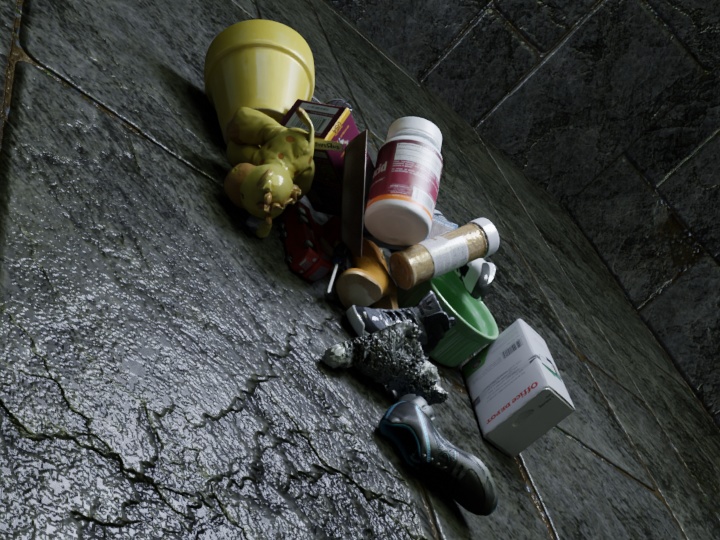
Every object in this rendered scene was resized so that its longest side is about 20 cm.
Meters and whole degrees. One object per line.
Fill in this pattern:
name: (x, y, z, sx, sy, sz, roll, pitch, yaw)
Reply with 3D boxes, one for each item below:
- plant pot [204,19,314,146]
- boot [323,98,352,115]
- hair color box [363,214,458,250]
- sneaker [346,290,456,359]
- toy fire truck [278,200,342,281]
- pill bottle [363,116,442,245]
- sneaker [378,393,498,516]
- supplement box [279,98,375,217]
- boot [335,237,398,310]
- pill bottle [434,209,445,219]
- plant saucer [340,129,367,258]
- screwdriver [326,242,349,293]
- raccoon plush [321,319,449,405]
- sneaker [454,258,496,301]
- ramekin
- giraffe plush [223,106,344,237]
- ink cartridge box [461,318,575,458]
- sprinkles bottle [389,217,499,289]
plant pot: (-0.175, -0.301, 1.730, 0.200, 0.200, 0.190, 31, 38, -38)
boot: (-0.092, -0.252, 1.787, 0.069, 0.200, 0.132, 27, 28, -26)
hair color box: (0.069, -0.074, 1.796, 0.100, 0.061, 0.199, 19, -7, -43)
sneaker: (0.070, 0.076, 1.582, 0.199, 0.114, 0.076, 28, 25, -44)
toy fire truck: (-0.068, -0.041, 1.625, 0.141, 0.049, 0.201, 37, 22, -34)
pill bottle: (0.077, -0.153, 1.664, 0.114, 0.114, 0.201, 35, 52, -31)
sneaker: (0.103, 0.266, 1.356, 0.200, 0.073, 0.082, 45, 34, 15)
supplement box: (-0.051, -0.184, 1.671, 0.110, 0.086, 0.201, 16, -29, 33)
boot: (0.001, 0.000, 1.631, 0.201, 0.070, 0.145, 42, 26, -54)
pill bottle: (0.137, -0.053, 1.994, 0.119, 0.120, 0.201, 17, 34, -56)
plant saucer: (-0.011, -0.121, 1.555, 0.036, 0.202, 0.201, 2, 25, 0)
screwdriver: (-0.039, -0.006, 1.499, 0.200, 0.028, 0.029, -68, 147, -74)
raccoon plush: (0.036, 0.161, 1.436, 0.199, 0.097, 0.135, -16, 74, -37)
sneaker: (0.194, -0.009, 1.819, 0.079, 0.074, 0.200, 23, 20, -15)
ramekin: (0.145, 0.077, 1.773, 0.200, 0.098, 0.200, 41, 19, -17)
giraffe plush: (-0.143, -0.143, 1.533, 0.173, 0.198, 0.163, 61, 41, -36)
ink cartridge box: (0.269, 0.203, 1.710, 0.084, 0.146, 0.201, 39, 20, -26)
sprinkles bottle: (0.145, -0.030, 1.689, 0.199, 0.068, 0.068, -22, 63, -30)
